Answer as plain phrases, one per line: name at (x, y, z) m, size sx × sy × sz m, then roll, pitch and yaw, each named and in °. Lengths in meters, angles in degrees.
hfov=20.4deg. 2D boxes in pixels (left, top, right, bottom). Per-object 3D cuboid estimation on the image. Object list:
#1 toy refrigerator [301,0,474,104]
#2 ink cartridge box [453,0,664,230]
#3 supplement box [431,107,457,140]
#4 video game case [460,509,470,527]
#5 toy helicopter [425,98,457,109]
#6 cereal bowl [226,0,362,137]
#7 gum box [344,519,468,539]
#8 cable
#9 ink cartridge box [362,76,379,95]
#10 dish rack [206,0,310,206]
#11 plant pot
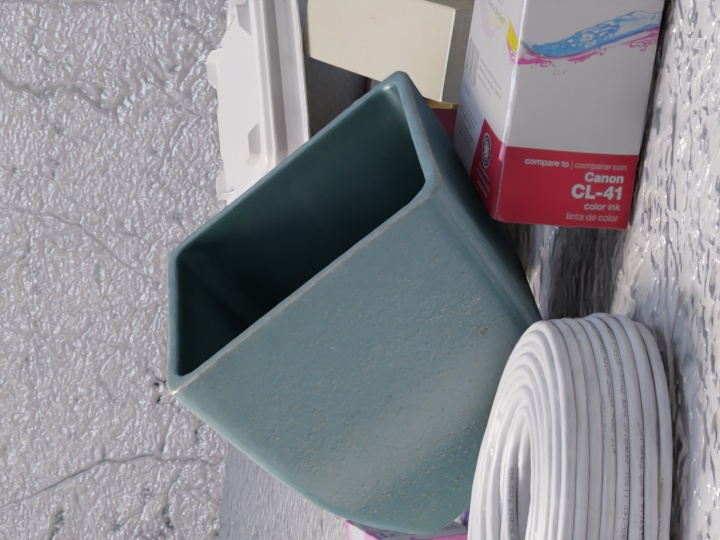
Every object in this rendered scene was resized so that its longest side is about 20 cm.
toy refrigerator at (0.039, -0.160, 1.403) m, size 0.200 × 0.075 × 0.071 m, roll 26°, pitch 110°, yaw 56°
ink cartridge box at (0.114, -0.141, 1.133) m, size 0.148 × 0.085 × 0.202 m, roll -104°, pitch 21°, yaw -68°
supplement box at (0.031, -0.017, 1.430) m, size 0.200 × 0.102 × 0.132 m, roll 113°, pitch 157°, yaw -67°
video game case at (0.086, 0.094, 1.418) m, size 0.200 × 0.019 × 0.144 m, roll -99°, pitch 17°, yaw -59°
toy helicopter at (0.089, -0.165, 1.459) m, size 0.200 × 0.078 × 0.133 m, roll -138°, pitch 62°, yaw -67°
cereal bowl at (-0.050, -0.162, 1.658) m, size 0.200 × 0.083 × 0.202 m, roll 173°, pitch 90°, yaw -75°
gum box at (0.040, 0.234, 1.390) m, size 0.200 × 0.066 × 0.115 m, roll 165°, pitch 98°, yaw -81°
cable at (0.108, 0.121, 1.052) m, size 0.200 × 0.069 × 0.202 m, roll -131°, pitch 47°, yaw -79°
ink cartridge box at (0.031, -0.092, 1.701) m, size 0.200 × 0.083 × 0.146 m, roll 111°, pitch 162°, yaw -62°
dish rack at (-0.083, -0.127, 1.546) m, size 0.200 × 0.043 × 0.173 m, roll 141°, pitch 124°, yaw -73°
plant pot at (0.019, 0.040, 1.210) m, size 0.195 × 0.200 × 0.197 m, roll -37°, pitch 22°, yaw 11°
